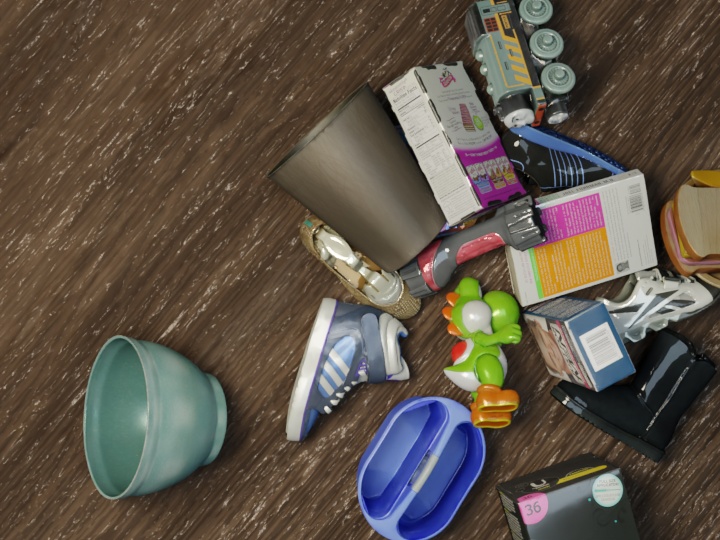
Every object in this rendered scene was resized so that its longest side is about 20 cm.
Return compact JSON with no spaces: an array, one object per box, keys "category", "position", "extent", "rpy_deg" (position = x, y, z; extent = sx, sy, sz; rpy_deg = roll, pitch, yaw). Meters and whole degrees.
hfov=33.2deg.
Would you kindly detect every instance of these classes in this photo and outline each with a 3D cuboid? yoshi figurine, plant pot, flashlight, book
[{"category":"yoshi figurine","position":[0.180,0.101,1.611],"extent":[0.112,0.112,0.202],"rpy_deg":[-25,58,28]},{"category":"plant pot","position":[-0.253,0.189,1.540],"extent":[0.133,0.199,0.203],"rpy_deg":[7,91,-34]},{"category":"flashlight","position":[0.149,-0.025,1.591],"extent":[0.198,0.068,0.068],"rpy_deg":[-21,133,24]},{"category":"book","position":[0.295,-0.045,1.635],"extent":[0.198,0.048,0.135],"rpy_deg":[-15,112,-3]}]

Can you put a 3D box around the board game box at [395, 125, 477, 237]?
[{"category":"board game box","position":[0.076,-0.120,1.635],"extent":[0.197,0.039,0.160],"rpy_deg":[-10,93,-7]}]

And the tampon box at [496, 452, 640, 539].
[{"category":"tampon box","position":[0.292,0.372,1.633],"extent":[0.148,0.126,0.202],"rpy_deg":[-18,93,-7]}]

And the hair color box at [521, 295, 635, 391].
[{"category":"hair color box","position":[0.282,0.092,1.587],"extent":[0.060,0.200,0.101],"rpy_deg":[-26,94,-6]}]

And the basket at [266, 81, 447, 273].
[{"category":"basket","position":[0.010,-0.108,1.557],"extent":[0.180,0.136,0.200],"rpy_deg":[-41,100,15]}]

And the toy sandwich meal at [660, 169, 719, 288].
[{"category":"toy sandwich meal","position":[0.509,-0.064,1.647],"extent":[0.202,0.070,0.208],"rpy_deg":[1,67,-3]}]

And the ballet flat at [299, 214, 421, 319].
[{"category":"ballet flat","position":[0.000,0.000,1.616],"extent":[0.199,0.065,0.071],"rpy_deg":[36,90,-7]}]

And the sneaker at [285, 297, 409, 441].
[{"category":"sneaker","position":[-0.009,0.146,1.611],"extent":[0.145,0.081,0.202],"rpy_deg":[17,86,-5]}]

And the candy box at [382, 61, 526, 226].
[{"category":"candy box","position":[0.124,-0.168,1.578],"extent":[0.061,0.136,0.202],"rpy_deg":[-28,85,34]}]

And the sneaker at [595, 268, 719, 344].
[{"category":"sneaker","position":[0.416,0.028,1.666],"extent":[0.198,0.074,0.089],"rpy_deg":[-25,96,-6]}]

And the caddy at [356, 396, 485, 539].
[{"category":"caddy","position":[0.078,0.262,1.613],"extent":[0.141,0.105,0.201],"rpy_deg":[32,87,-8]}]

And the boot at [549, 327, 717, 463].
[{"category":"boot","position":[0.377,0.149,1.662],"extent":[0.199,0.076,0.169],"rpy_deg":[30,91,-14]}]

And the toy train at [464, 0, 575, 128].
[{"category":"toy train","position":[0.211,-0.280,1.607],"extent":[0.112,0.085,0.202],"rpy_deg":[-12,70,-6]}]

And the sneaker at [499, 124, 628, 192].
[{"category":"sneaker","position":[0.276,-0.140,1.653],"extent":[0.198,0.070,0.079],"rpy_deg":[22,109,-11]}]
